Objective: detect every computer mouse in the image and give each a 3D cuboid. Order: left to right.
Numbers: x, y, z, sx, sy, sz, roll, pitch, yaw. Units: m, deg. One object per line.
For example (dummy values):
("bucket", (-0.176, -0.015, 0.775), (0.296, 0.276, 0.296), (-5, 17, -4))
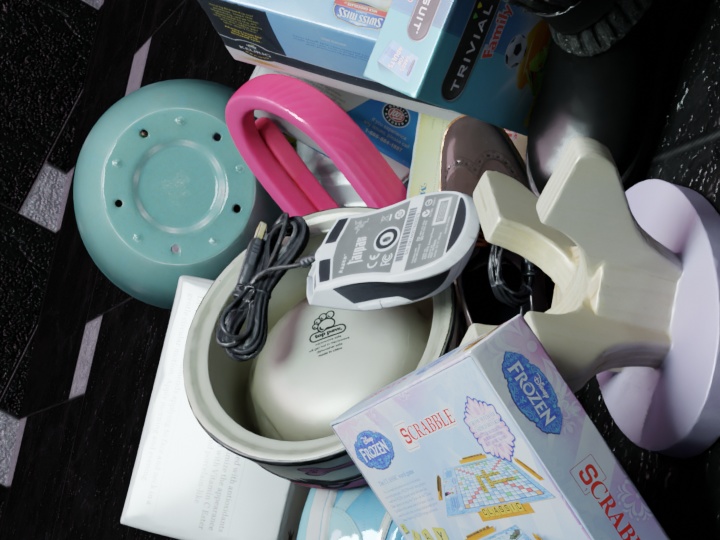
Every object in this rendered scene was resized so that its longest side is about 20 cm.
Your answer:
("computer mouse", (0.000, 0.000, 1.182), (0.199, 0.044, 0.110), (-10, 47, 35))
("computer mouse", (0.110, 0.054, 1.123), (0.034, 0.058, 0.202), (-6, 87, 43))

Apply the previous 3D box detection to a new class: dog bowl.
("dog bowl", (-0.017, 0.059, 1.233), (0.198, 0.074, 0.202), (-14, 52, 18))

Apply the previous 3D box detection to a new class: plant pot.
("plant pot", (-0.147, -0.065, 1.505), (0.161, 0.199, 0.203), (-167, 93, -87))

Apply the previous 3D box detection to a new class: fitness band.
("fitness band", (-0.024, -0.067, 1.377), (0.037, 0.200, 0.143), (-48, 25, -20))

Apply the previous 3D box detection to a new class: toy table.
("toy table", (0.133, 0.015, 1.040), (0.200, 0.116, 0.185), (-114, 42, -61))

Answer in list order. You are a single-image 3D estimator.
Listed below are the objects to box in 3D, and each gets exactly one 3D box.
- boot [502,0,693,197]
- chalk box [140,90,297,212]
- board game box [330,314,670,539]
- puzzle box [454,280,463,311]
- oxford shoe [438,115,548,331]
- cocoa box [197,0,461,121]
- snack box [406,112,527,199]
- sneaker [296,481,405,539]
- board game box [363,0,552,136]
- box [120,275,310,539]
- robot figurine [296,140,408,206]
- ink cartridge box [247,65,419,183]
("boot", (0.127, -0.141, 1.096), (0.079, 0.157, 0.213), (21, 96, 31))
("chalk box", (-0.106, -0.085, 1.660), (0.125, 0.198, 0.125), (107, 172, -75))
("board game box", (0.086, 0.139, 0.995), (0.041, 0.200, 0.200), (-33, 0, -27))
("puzzle box", (0.082, -0.067, 1.401), (0.133, 0.025, 0.202), (132, 148, -55))
("oxford shoe", (0.090, -0.018, 1.194), (0.073, 0.071, 0.202), (56, -160, -70))
("cocoa box", (0.005, -0.203, 1.264), (0.131, 0.198, 0.134), (55, -126, -71))
("snack box", (0.093, -0.109, 1.317), (0.116, 0.037, 0.202), (-11, 62, 43))
("sneaker", (0.038, 0.138, 1.251), (0.080, 0.129, 0.202), (59, -144, -51))
("board game box", (0.101, -0.168, 1.156), (0.047, 0.199, 0.152), (27, 100, 34))
("box", (-0.084, 0.124, 1.454), (0.200, 0.129, 0.201), (45, -122, -76))
("robot figurine", (0.002, -0.116, 1.537), (0.170, 0.112, 0.202), (71, -161, -54))
("ink cartridge box", (0.015, -0.188, 1.430), (0.201, 0.146, 0.086), (-63, 8, -17))
